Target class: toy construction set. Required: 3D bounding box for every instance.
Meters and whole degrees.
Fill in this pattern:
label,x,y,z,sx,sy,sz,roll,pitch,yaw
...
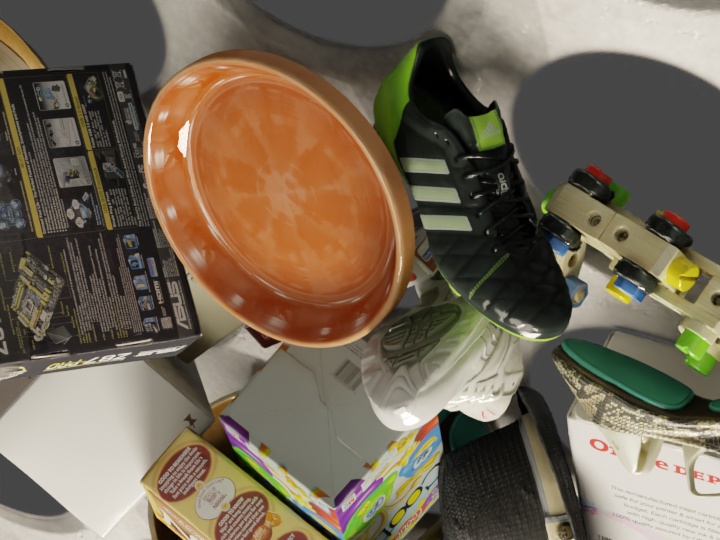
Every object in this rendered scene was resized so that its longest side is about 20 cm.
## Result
label,x,y,z,sx,sy,sz,roll,pitch,yaw
toy construction set,0.175,0.003,1.363,0.200,0.092,0.131,16,169,34

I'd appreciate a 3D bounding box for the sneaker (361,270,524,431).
label,x,y,z,sx,sy,sz,roll,pitch,yaw
sneaker,0.066,0.059,1.404,0.078,0.200,0.099,-12,110,28

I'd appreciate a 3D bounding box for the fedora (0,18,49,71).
label,x,y,z,sx,sy,sz,roll,pitch,yaw
fedora,-0.300,-0.116,1.576,0.201,0.082,0.201,21,146,15

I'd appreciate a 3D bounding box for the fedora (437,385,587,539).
label,x,y,z,sx,sy,sz,roll,pitch,yaw
fedora,0.105,0.184,1.539,0.092,0.201,0.201,-14,136,0

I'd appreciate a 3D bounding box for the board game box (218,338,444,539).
label,x,y,z,sx,sy,sz,roll,pitch,yaw
board game box,-0.014,0.126,1.530,0.105,0.103,0.200,37,165,18

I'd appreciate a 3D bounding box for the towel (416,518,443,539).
label,x,y,z,sx,sy,sz,roll,pitch,yaw
towel,0.006,0.265,1.705,0.023,0.200,0.144,42,131,10

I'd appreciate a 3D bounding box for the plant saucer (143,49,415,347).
label,x,y,z,sx,sy,sz,roll,pitch,yaw
plant saucer,-0.049,-0.046,1.388,0.200,0.032,0.200,21,128,28

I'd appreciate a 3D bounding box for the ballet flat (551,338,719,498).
label,x,y,z,sx,sy,sz,roll,pitch,yaw
ballet flat,0.205,0.102,1.371,0.200,0.068,0.075,15,104,22

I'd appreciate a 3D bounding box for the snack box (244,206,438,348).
label,x,y,z,sx,sy,sz,roll,pitch,yaw
snack box,0.000,0.000,1.498,0.024,0.072,0.200,47,143,-14

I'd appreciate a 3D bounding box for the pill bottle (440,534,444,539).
label,x,y,z,sx,sy,sz,roll,pitch,yaw
pill bottle,0.091,0.257,1.642,0.111,0.200,0.111,21,145,15

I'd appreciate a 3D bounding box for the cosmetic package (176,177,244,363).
label,x,y,z,sx,sy,sz,roll,pitch,yaw
cosmetic package,-0.100,-0.019,1.555,0.104,0.073,0.200,40,146,-10

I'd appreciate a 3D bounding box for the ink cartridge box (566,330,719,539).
label,x,y,z,sx,sy,sz,roll,pitch,yaw
ink cartridge box,0.227,0.147,1.497,0.145,0.084,0.200,15,143,24

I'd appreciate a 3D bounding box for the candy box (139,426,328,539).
label,x,y,z,sx,sy,sz,roll,pitch,yaw
candy box,-0.056,0.199,1.531,0.200,0.055,0.115,38,166,12

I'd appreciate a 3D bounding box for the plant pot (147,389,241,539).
label,x,y,z,sx,sy,sz,roll,pitch,yaw
plant pot,-0.054,0.214,1.745,0.186,0.186,0.200,19,158,18

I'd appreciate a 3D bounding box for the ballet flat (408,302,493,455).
label,x,y,z,sx,sy,sz,roll,pitch,yaw
ballet flat,0.047,0.093,1.592,0.062,0.067,0.200,18,145,36

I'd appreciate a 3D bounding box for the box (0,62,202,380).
label,x,y,z,sx,sy,sz,roll,pitch,yaw
box,-0.204,-0.034,1.458,0.049,0.161,0.200,-33,69,54

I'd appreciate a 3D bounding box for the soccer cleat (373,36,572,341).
label,x,y,z,sx,sy,sz,roll,pitch,yaw
soccer cleat,0.068,-0.049,1.322,0.200,0.068,0.081,60,146,24

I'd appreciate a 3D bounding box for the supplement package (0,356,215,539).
label,x,y,z,sx,sy,sz,roll,pitch,yaw
supplement package,-0.197,0.088,1.641,0.120,0.121,0.200,43,-178,-16
